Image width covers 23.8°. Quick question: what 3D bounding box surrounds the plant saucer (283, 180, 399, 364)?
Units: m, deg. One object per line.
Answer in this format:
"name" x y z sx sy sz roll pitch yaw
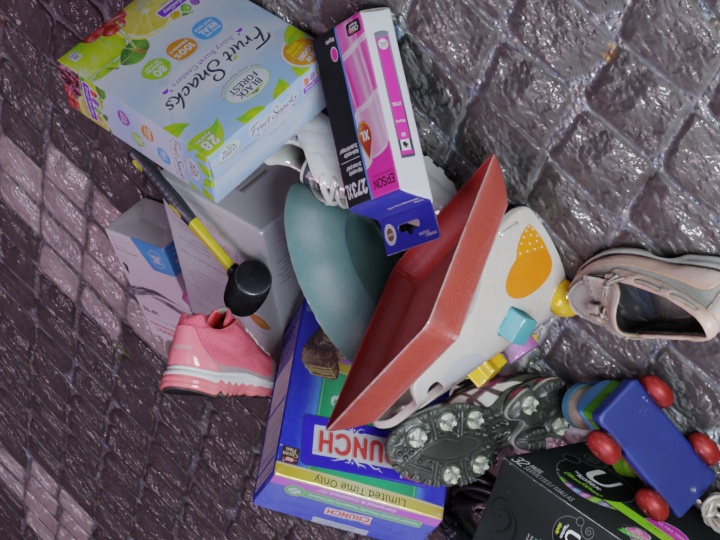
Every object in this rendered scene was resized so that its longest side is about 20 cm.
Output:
"plant saucer" 0.000 0.000 1.595 0.038 0.201 0.202 -26 107 23

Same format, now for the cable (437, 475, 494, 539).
"cable" 0.138 0.306 1.871 0.163 0.051 0.201 34 149 26

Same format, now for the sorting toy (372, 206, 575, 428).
"sorting toy" 0.086 0.065 1.512 0.107 0.180 0.200 47 152 4

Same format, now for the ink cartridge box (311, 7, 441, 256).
"ink cartridge box" 0.013 -0.115 1.466 0.094 0.037 0.202 -18 86 60

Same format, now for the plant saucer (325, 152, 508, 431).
"plant saucer" 0.055 0.027 1.441 0.037 0.201 0.200 30 141 -8

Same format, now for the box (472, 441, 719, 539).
"box" 0.220 0.261 1.531 0.199 0.148 0.125 32 111 34

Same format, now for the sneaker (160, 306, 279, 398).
"sneaker" -0.121 0.080 1.670 0.073 0.200 0.088 2 87 24

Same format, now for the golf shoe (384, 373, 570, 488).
"golf shoe" 0.099 0.144 1.579 0.088 0.198 0.078 20 118 56

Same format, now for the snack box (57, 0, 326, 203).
"snack box" -0.147 -0.176 1.561 0.199 0.169 0.068 33 152 26

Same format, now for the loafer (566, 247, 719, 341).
"loafer" 0.229 0.025 1.381 0.199 0.063 0.072 -3 124 56

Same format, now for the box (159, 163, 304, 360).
"box" -0.104 -0.026 1.749 0.152 0.106 0.201 29 146 32

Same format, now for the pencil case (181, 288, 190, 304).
"pencil case" -0.105 0.066 1.895 0.200 0.087 0.088 45 152 9

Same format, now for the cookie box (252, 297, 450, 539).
"cookie box" 0.000 0.145 1.643 0.170 0.201 0.075 17 145 -11

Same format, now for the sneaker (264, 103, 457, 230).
"sneaker" 0.003 -0.082 1.557 0.199 0.080 0.077 31 145 25

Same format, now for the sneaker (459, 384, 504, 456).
"sneaker" 0.088 0.158 1.733 0.076 0.076 0.200 53 153 -11

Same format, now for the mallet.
"mallet" -0.161 -0.037 1.674 0.200 0.041 0.066 47 154 14

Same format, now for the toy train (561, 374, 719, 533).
"toy train" 0.264 0.178 1.519 0.200 0.085 0.116 49 169 -15

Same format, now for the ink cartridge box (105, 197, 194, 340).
"ink cartridge box" -0.208 0.024 2.001 0.115 0.067 0.201 18 139 43
